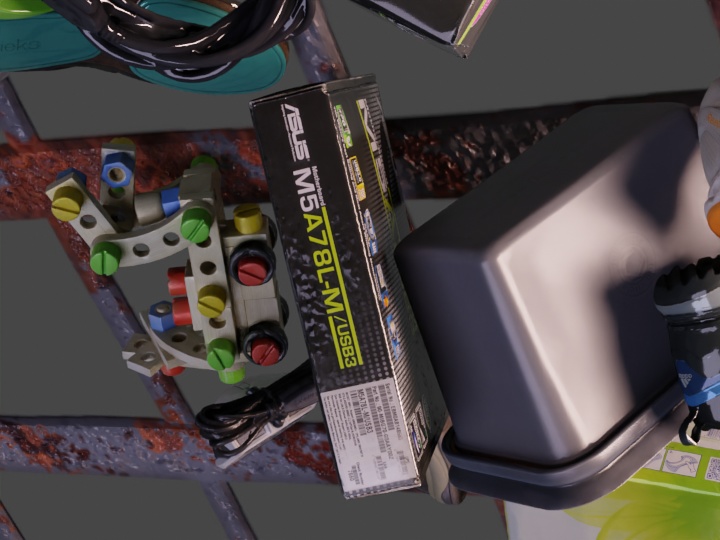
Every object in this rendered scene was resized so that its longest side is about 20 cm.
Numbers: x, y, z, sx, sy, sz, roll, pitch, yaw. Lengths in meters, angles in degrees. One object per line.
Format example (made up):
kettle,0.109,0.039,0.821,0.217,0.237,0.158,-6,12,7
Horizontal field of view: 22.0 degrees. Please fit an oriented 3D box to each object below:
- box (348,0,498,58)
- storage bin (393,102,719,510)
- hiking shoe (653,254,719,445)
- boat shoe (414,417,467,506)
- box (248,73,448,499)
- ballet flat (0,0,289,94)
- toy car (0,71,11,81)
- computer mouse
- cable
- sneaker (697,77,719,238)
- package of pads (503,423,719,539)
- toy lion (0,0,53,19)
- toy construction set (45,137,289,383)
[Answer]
box,-0.007,-0.206,0.826,0.199,0.124,0.149,30,96,3
storage bin,0.111,0.006,0.961,0.145,0.200,0.135,5,124,55
hiking shoe,0.240,0.027,0.919,0.074,0.199,0.087,-168,70,-76
boat shoe,0.029,0.069,1.152,0.073,0.075,0.201,11,133,21
box,0.000,0.000,0.966,0.047,0.193,0.201,-12,95,11
ballet flat,-0.138,-0.145,1.034,0.199,0.069,0.068,4,133,-23
toy car,-0.267,-0.140,1.071,0.199,0.177,0.185,1,120,14
computer mouse,-0.068,0.089,1.196,0.044,0.109,0.200,56,163,4
cable,-0.098,-0.189,0.939,0.200,0.164,0.051,36,176,-28
sneaker,0.249,-0.088,0.874,0.199,0.092,0.076,-19,150,17
package of pads,0.169,0.168,1.168,0.154,0.068,0.201,10,133,21
toy lion,-0.213,-0.208,0.935,0.200,0.192,0.069,51,156,-22
toy construction set,-0.114,0.007,1.163,0.130,0.092,0.200,-5,140,3
